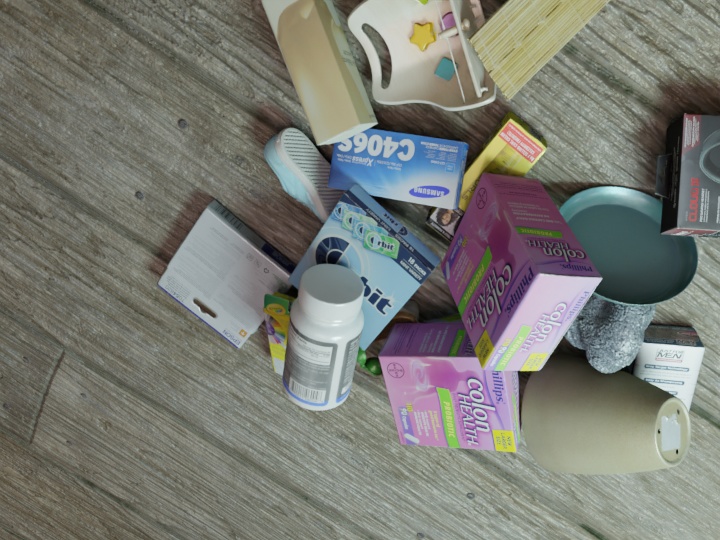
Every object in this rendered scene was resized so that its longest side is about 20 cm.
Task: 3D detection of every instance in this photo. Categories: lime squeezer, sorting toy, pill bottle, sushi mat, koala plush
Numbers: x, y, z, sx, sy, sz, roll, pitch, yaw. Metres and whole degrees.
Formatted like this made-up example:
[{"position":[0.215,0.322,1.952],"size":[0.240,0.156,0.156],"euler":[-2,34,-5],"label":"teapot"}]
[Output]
[{"position":[0.029,0.149,1.098],"size":[0.070,0.038,0.201],"euler":[-33,128,0],"label":"lime squeezer"},{"position":[0.076,-0.313,0.851],"size":[0.176,0.107,0.203],"euler":[-11,114,26],"label":"sorting toy"},{"position":[-0.055,0.100,0.947],"size":[0.111,0.115,0.204],"euler":[15,123,5],"label":"pill bottle"},{"position":[0.229,-0.319,0.793],"size":[0.200,0.012,0.096],"euler":[-44,115,-2],"label":"sushi mat"},{"position":[0.321,0.044,0.939],"size":[0.197,0.184,0.181],"euler":[24,121,14],"label":"koala plush"}]

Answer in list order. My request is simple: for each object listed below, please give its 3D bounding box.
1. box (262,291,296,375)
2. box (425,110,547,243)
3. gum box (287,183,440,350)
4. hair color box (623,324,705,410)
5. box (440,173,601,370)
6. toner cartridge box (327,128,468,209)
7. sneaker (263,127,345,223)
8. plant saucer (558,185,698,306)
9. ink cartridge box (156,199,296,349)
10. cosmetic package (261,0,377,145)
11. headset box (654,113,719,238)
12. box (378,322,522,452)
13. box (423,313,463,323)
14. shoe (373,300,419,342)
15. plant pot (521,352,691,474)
[{"position":[-0.104,0.117,1.092],"size":[0.115,0.049,0.203],"euler":[17,138,17],"label":"box"},{"position":[0.185,-0.131,0.938],"size":[0.075,0.050,0.201],"euler":[36,118,-6],"label":"box"},{"position":[0.000,0.000,0.961],"size":[0.169,0.045,0.201],"euler":[41,129,4],"label":"gum box"},{"position":[0.482,0.191,1.025],"size":[0.097,0.061,0.204],"euler":[4,117,11],"label":"hair color box"},{"position":[0.208,0.002,0.866],"size":[0.094,0.202,0.178],"euler":[3,133,-20],"label":"box"},{"position":[0.054,-0.153,0.927],"size":[0.195,0.043,0.098],"euler":[12,98,18],"label":"toner cartridge box"},{"position":[-0.079,-0.134,0.999],"size":[0.081,0.074,0.202],"euler":[-7,124,49],"label":"sneaker"},{"position":[0.365,-0.033,0.878],"size":[0.195,0.204,0.028],"euler":[10,148,8],"label":"plant saucer"},{"position":[-0.235,0.012,1.113],"size":[0.199,0.041,0.200],"euler":[39,118,-8],"label":"ink cartridge box"},{"position":[-0.052,-0.282,0.863],"size":[0.070,0.105,0.204],"euler":[-19,98,19],"label":"cosmetic package"},{"position":[0.490,-0.120,0.826],"size":[0.195,0.077,0.153],"euler":[5,88,9],"label":"headset box"},{"position":[0.148,0.184,1.002],"size":[0.195,0.097,0.180],"euler":[-3,117,23],"label":"box"},{"position":[0.185,0.175,1.087],"size":[0.114,0.060,0.204],"euler":[-13,113,19],"label":"box"},{"position":[0.011,0.089,1.095],"size":[0.195,0.054,0.071],"euler":[-9,135,21],"label":"shoe"},{"position":[0.379,0.228,0.948],"size":[0.198,0.187,0.189],"euler":[-4,123,57],"label":"plant pot"}]
